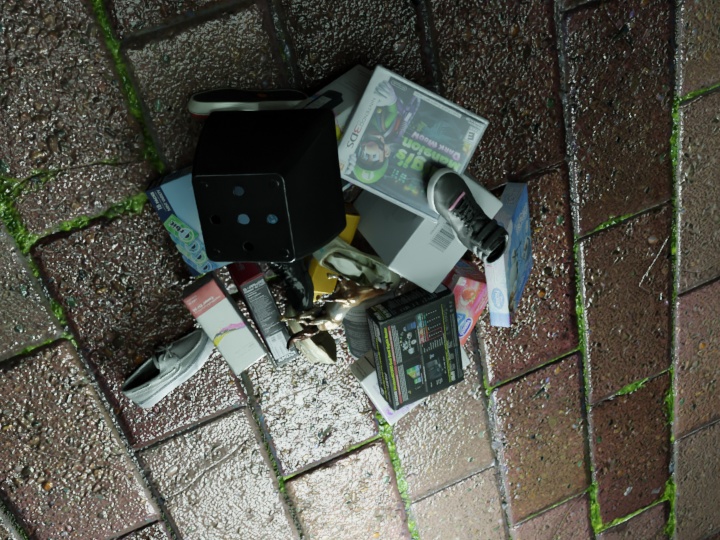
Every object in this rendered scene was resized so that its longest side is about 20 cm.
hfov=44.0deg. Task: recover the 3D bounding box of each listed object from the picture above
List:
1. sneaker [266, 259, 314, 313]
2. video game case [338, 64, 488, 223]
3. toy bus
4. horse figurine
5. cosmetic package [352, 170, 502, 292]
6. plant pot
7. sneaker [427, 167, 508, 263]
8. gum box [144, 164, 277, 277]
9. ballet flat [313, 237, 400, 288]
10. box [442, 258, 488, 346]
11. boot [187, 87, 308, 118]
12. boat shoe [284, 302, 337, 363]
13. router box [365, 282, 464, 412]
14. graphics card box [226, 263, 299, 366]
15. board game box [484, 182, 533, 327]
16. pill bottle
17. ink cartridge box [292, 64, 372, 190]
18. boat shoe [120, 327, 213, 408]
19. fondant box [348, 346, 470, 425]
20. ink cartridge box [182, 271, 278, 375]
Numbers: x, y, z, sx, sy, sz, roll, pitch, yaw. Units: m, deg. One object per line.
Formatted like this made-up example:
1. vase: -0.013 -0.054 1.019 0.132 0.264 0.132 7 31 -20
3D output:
1. sneaker: -0.144 -0.021 1.551 0.104 0.060 0.201 -7 89 -47
2. video game case: 0.074 -0.197 1.404 0.199 0.023 0.182 25 102 -9
3. toy bus: -0.068 -0.029 1.607 0.065 0.078 0.201 8 116 -28
4. horse figurine: -0.053 0.065 1.540 0.132 0.050 0.200 8 136 -49
5. cosmetic package: 0.106 -0.107 1.562 0.123 0.200 0.200 29 105 -38
6. plant pot: -0.142 -0.111 1.305 0.199 0.178 0.200 0 119 12
7. sneaker: 0.176 -0.084 1.398 0.071 0.099 0.200 -47 140 -6
8. gum box: -0.221 -0.099 1.457 0.199 0.045 0.170 -20 116 12
9. ballet flat: 0.000 0.000 1.561 0.199 0.070 0.070 25 107 -31
10. box: 0.166 0.080 1.770 0.094 0.103 0.201 14 112 -32
11. boot: -0.185 -0.217 1.444 0.199 0.072 0.145 -3 123 -27
12. boat shoe: -0.105 0.121 1.675 0.065 0.072 0.200 -9 147 17
13. router box: 0.099 0.135 1.589 0.149 0.062 0.201 -21 122 -18
14. graphics card box: -0.178 0.060 1.583 0.051 0.126 0.201 -28 128 -9
15. board game box: 0.285 -0.032 1.709 0.043 0.200 0.200 4 129 23
16. pill bottle: 0.024 0.108 1.713 0.113 0.113 0.201 -21 126 -11
17. ink cartridge box: -0.040 -0.215 1.459 0.200 0.083 0.146 -38 140 -18
18. boat shoe: -0.347 0.169 1.607 0.200 0.074 0.065 -45 132 5
19. fondant box: 0.095 0.178 1.687 0.200 0.058 0.145 -37 129 -6
20. ink cartridge box: -0.226 0.105 1.549 0.067 0.116 0.200 -35 102 -4
